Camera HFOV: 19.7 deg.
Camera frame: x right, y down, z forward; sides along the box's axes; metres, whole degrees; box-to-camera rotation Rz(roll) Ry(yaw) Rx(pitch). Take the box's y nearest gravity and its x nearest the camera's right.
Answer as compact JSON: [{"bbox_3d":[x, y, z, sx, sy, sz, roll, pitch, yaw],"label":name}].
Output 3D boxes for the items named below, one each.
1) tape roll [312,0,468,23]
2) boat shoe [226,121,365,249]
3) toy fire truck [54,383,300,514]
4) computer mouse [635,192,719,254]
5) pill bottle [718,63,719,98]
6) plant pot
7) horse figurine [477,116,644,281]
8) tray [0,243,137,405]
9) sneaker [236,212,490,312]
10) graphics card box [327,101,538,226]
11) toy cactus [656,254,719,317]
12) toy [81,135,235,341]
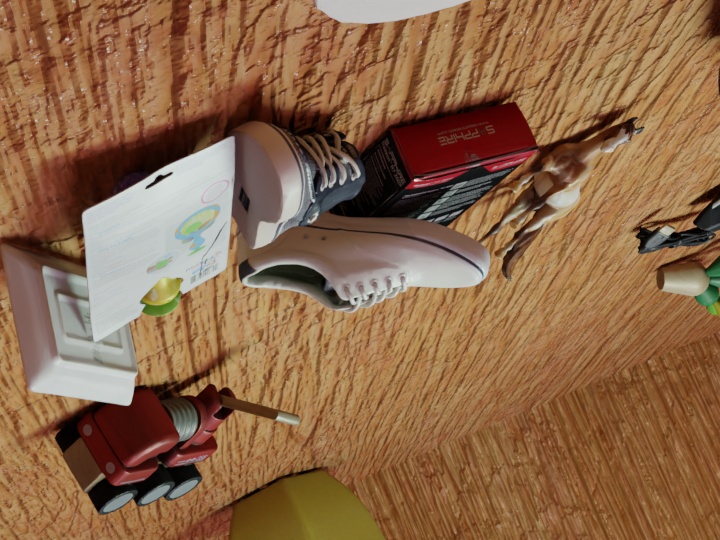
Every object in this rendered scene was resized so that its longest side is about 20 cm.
[{"bbox_3d":[0.054,-0.202,1.041,0.202,0.071,0.202,-22,169,-5],"label":"tape roll"},{"bbox_3d":[-0.041,-0.075,1.451,0.093,0.075,0.200,-27,177,-13],"label":"boat shoe"},{"bbox_3d":[-0.182,0.164,2.137,0.200,0.129,0.176,-42,160,25],"label":"toy fire truck"},{"bbox_3d":[0.403,-0.071,2.379,0.140,0.046,0.200,-9,167,-35],"label":"computer mouse"},{"bbox_3d":[0.349,-0.160,1.672,0.119,0.120,0.200,-24,169,3],"label":"pill bottle"},{"bbox_3d":[-0.090,0.426,3.238,0.194,0.200,0.195,-30,166,31],"label":"plant pot"},{"bbox_3d":[0.168,-0.067,1.884,0.132,0.050,0.200,-37,167,-26],"label":"horse figurine"},{"bbox_3d":[-0.206,0.040,1.520,0.022,0.108,0.200,-14,170,12],"label":"tray"},{"bbox_3d":[0.000,0.000,1.618,0.199,0.071,0.073,7,153,0],"label":"sneaker"},{"bbox_3d":[0.040,-0.064,1.674,0.125,0.051,0.200,-16,165,-31],"label":"graphics card box"},{"bbox_3d":[0.478,0.002,2.774,0.165,0.103,0.200,0,165,-14],"label":"toy cactus"},{"bbox_3d":[-0.148,-0.031,1.443,0.115,0.047,0.200,-29,156,-18],"label":"toy"}]
